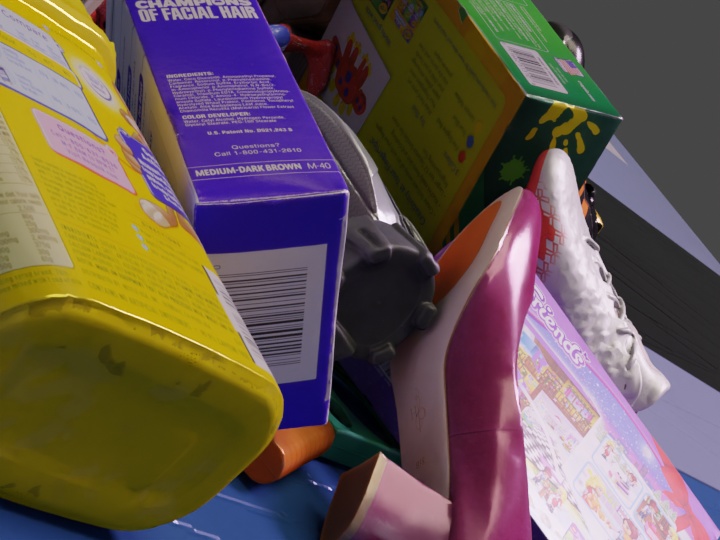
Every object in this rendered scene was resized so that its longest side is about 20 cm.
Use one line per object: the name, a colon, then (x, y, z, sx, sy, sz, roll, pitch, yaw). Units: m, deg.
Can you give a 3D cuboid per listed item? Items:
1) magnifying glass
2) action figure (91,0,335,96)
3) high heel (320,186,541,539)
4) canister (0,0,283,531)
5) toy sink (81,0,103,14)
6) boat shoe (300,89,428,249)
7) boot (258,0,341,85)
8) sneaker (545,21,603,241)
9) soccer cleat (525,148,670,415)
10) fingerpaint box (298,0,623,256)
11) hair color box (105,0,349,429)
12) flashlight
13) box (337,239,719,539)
magnifying glass: (-0.016, 0.065, 0.856, 0.080, 0.022, 0.200, 49, 14, 7)
action figure: (-0.096, -0.130, 1.085, 0.065, 0.052, 0.199, 30, 11, 36)
high heel: (0.059, 0.060, 0.828, 0.096, 0.067, 0.201, 36, 51, -16)
canister: (-0.119, -0.021, 0.650, 0.148, 0.086, 0.201, 30, 23, -50)
toy sink: (-0.179, -0.213, 0.915, 0.200, 0.130, 0.112, 44, 14, -9)
boat shoe: (0.000, 0.000, 1.017, 0.201, 0.072, 0.071, 62, 9, 14)
boot: (-0.011, -0.196, 1.243, 0.070, 0.200, 0.147, 25, 32, -33)
sneaker: (0.108, -0.051, 1.169, 0.089, 0.202, 0.070, 1, 25, -31)
soccer cleat: (0.119, 0.037, 1.015, 0.069, 0.084, 0.202, -29, 119, -64)
fingerpaint box: (0.043, -0.080, 1.115, 0.073, 0.168, 0.201, 10, 32, -32)
hair color box: (-0.060, -0.037, 0.801, 0.064, 0.110, 0.201, -5, 36, -17)
flashlight: (-0.019, -0.019, 0.891, 0.067, 0.068, 0.200, 3, 15, -22)
box: (0.084, 0.084, 0.930, 0.201, 0.039, 0.137, 54, 33, -2)
